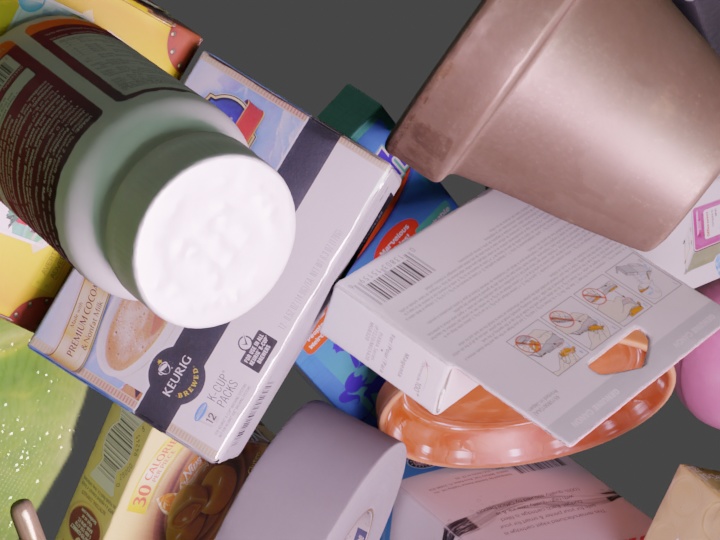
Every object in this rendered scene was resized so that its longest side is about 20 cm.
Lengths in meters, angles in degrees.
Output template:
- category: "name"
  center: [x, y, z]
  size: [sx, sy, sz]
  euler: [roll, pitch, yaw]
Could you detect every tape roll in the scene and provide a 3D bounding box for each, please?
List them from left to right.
- category: "tape roll"
  center: [-0.044, 0.187, 1.438]
  size: [0.201, 0.066, 0.201]
  euler: [-58, 166, -23]

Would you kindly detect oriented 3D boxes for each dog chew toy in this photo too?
- category: "dog chew toy"
  center: [0.313, 0.078, 1.622]
  size: [0.124, 0.200, 0.125]
  euler: [-16, 121, -29]

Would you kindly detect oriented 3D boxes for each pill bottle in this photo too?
- category: "pill bottle"
  center: [-0.121, -0.051, 1.143]
  size: [0.109, 0.200, 0.110]
  euler: [-16, 121, -28]

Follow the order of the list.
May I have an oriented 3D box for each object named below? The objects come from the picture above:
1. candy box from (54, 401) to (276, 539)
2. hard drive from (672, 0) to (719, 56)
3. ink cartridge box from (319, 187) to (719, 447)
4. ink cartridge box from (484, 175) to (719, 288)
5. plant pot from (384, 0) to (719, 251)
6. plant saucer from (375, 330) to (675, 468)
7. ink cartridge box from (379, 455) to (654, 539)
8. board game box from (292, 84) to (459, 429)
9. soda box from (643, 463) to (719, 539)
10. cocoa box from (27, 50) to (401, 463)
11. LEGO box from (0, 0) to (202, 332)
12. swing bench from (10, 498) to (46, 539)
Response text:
- category: "candy box"
  center: [-0.138, 0.184, 1.448]
  size: [0.115, 0.055, 0.201]
  euler: [16, 103, -40]
- category: "hard drive"
  center: [0.279, -0.198, 1.432]
  size: [0.200, 0.042, 0.135]
  euler: [-40, 131, -14]
- category: "ink cartridge box"
  center: [0.103, 0.031, 1.336]
  size: [0.200, 0.173, 0.044]
  euler: [-31, 149, -45]
- category: "ink cartridge box"
  center: [0.202, -0.058, 1.510]
  size: [0.199, 0.144, 0.085]
  euler: [-19, 124, -27]
- category: "plant pot"
  center: [0.138, -0.105, 1.349]
  size: [0.174, 0.200, 0.201]
  euler: [37, 89, 0]
- category: "plant saucer"
  center: [0.108, 0.077, 1.468]
  size: [0.199, 0.033, 0.201]
  euler: [-8, 153, -4]
- category: "ink cartridge box"
  center: [0.108, 0.193, 1.533]
  size: [0.144, 0.200, 0.085]
  euler: [-9, 117, -32]
- category: "board game box"
  center: [0.000, 0.000, 1.461]
  size: [0.152, 0.045, 0.200]
  euler: [-46, 130, -6]
- category: "soda box"
  center: [0.206, 0.231, 1.445]
  size: [0.064, 0.068, 0.201]
  euler: [14, 106, -39]
- category: "cocoa box"
  center: [-0.082, -0.006, 1.307]
  size: [0.131, 0.133, 0.201]
  euler: [31, 90, 4]
- category: "LEGO box"
  center: [-0.205, -0.086, 1.249]
  size: [0.148, 0.077, 0.201]
  euler: [27, 96, -41]
- category: "swing bench"
  center: [-0.254, 0.272, 1.321]
  size: [0.197, 0.130, 0.201]
  euler: [-18, 124, -3]
